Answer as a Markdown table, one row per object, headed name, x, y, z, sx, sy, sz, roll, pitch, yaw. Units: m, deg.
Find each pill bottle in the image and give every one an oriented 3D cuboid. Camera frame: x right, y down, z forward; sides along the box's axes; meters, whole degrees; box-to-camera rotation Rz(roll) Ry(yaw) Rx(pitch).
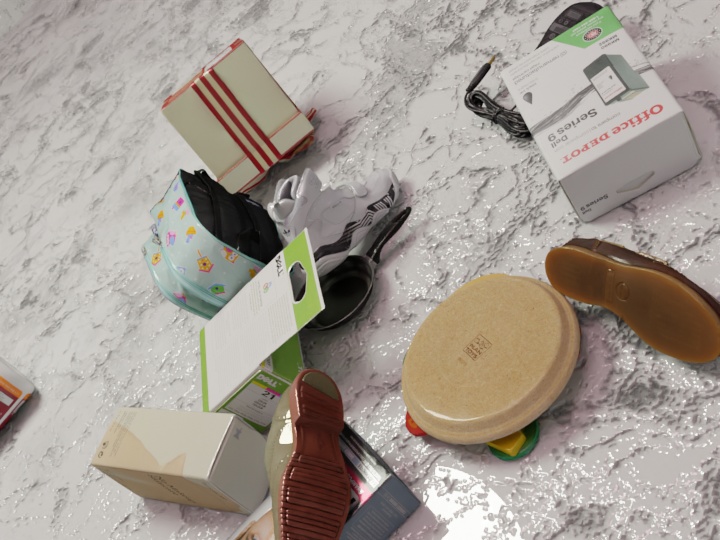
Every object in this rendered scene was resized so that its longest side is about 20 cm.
| name | x | y | z | sx | sy | sz | roll | pitch | yaw |
| --- | --- | --- | --- | --- | --- | --- | --- | --- | --- |
| pill bottle | -0.590 | 0.217 | 1.300 | 0.113 | 0.113 | 0.200 | 19 | 66 | 48 |

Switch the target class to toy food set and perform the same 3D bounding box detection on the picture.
| name | x | y | z | sx | sy | sz | roll | pitch | yaw |
| --- | --- | --- | --- | --- | --- | --- | --- | --- | --- |
| toy food set | 0.124 | 0.089 | 0.876 | 0.199 | 0.049 | 0.198 | 20 | 67 | 48 |

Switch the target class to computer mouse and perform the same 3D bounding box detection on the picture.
| name | x | y | z | sx | sy | sz | roll | pitch | yaw |
| --- | --- | --- | --- | --- | --- | --- | --- | --- | --- |
| computer mouse | 0.226 | -0.261 | 1.140 | 0.140 | 0.046 | 0.201 | 32 | 86 | 43 |

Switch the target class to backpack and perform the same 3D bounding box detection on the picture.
| name | x | y | z | sx | sy | sz | roll | pitch | yaw |
| --- | --- | --- | --- | --- | --- | --- | --- | --- | --- |
| backpack | -0.184 | -0.020 | 1.145 | 0.154 | 0.175 | 0.200 | -55 | 36 | 7 |

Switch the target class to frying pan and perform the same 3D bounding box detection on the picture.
| name | x | y | z | sx | sy | sz | roll | pitch | yaw |
| --- | --- | --- | --- | --- | --- | --- | --- | --- | --- |
| frying pan | -0.013 | 0.001 | 1.093 | 0.114 | 0.031 | 0.191 | 2 | 51 | 43 |

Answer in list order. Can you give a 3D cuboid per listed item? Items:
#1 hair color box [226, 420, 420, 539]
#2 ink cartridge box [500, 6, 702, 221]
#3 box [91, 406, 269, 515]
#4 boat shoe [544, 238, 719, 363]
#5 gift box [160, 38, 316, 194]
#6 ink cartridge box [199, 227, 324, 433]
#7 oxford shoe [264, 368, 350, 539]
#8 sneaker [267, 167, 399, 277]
| name | x | y | z | sx | sy | sz | roll | pitch | yaw |
| --- | --- | --- | --- | --- | --- | --- | --- | --- | --- |
| hair color box | -0.049 | 0.255 | 0.849 | 0.200 | 0.061 | 0.099 | -45 | 38 | -5 |
| ink cartridge box | 0.261 | -0.174 | 0.973 | 0.145 | 0.084 | 0.201 | -30 | 46 | 15 |
| box | -0.197 | 0.211 | 0.991 | 0.199 | 0.095 | 0.078 | -5 | 51 | 39 |
| boat shoe | 0.264 | 0.017 | 0.813 | 0.070 | 0.071 | 0.200 | -12 | 32 | -32 |
| gift box | -0.177 | -0.235 | 1.348 | 0.184 | 0.187 | 0.200 | -37 | 18 | 7 |
| ink cartridge box | -0.095 | 0.074 | 1.017 | 0.200 | 0.076 | 0.148 | -42 | 35 | 21 |
| oxford shoe | -0.055 | 0.194 | 0.827 | 0.074 | 0.070 | 0.201 | -43 | 30 | 39 |
| sneaker | -0.033 | -0.092 | 1.109 | 0.075 | 0.115 | 0.200 | -13 | 31 | 51 |
